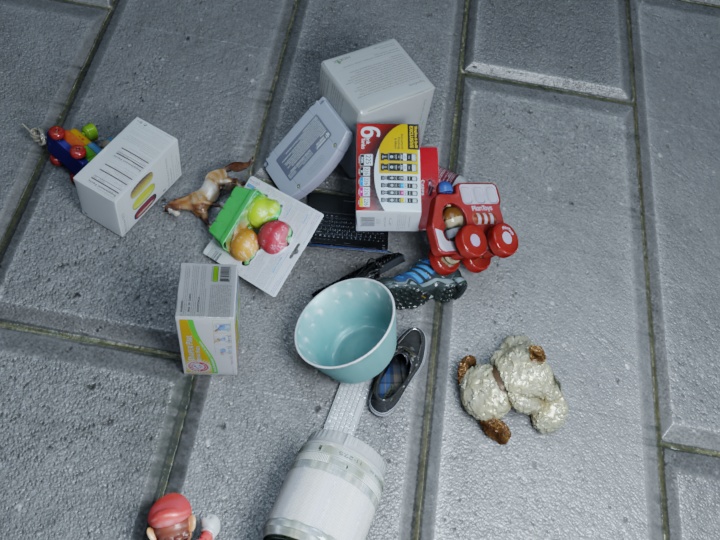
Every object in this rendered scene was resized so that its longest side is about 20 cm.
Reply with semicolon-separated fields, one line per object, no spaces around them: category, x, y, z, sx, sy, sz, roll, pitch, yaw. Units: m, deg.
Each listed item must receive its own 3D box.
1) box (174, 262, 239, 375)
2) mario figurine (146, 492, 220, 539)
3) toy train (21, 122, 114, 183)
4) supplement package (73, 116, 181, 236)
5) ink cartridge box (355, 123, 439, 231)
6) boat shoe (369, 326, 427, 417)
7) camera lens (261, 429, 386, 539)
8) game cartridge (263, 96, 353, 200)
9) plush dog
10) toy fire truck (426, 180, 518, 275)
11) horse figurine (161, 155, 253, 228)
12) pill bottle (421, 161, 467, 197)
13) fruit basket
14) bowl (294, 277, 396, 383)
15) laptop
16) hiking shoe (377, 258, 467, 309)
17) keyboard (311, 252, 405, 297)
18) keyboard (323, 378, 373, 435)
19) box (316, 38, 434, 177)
box;-0.267;0.091;1.562;0.099;0.202;0.115;2;56;-5
mario figurine;-0.285;0.457;1.398;0.122;0.105;0.204;10;57;-46
toy train;-0.607;-0.280;1.855;0.199;0.086;0.115;39;49;19
supplement package;-0.468;-0.190;1.786;0.108;0.115;0.201;27;57;13
ink cartridge box;0.076;-0.186;1.754;0.171;0.084;0.204;0;65;-1
boat shoe;0.072;0.175;1.629;0.069;0.067;0.201;27;56;12
camera lens;-0.057;0.381;1.411;0.157;0.161;0.202;20;54;8
game cartridge;-0.108;-0.248;1.850;0.200;0.041;0.134;-45;66;17
plush dog;0.263;0.210;1.597;0.169;0.161;0.202;-28;60;3
toy fire truck;0.206;-0.091;1.717;0.196;0.112;0.172;-3;72;-34
horse figurine;-0.298;-0.161;1.820;0.131;0.050;0.201;24;62;31
pill bottle;0.159;-0.162;1.850;0.197;0.111;0.110;27;56;12
fruit basket;-0.190;-0.069;1.726;0.198;0.094;0.188;28;83;21
bowl;-0.012;0.124;1.606;0.197;0.106;0.204;-16;44;16
laptop;-0.023;-0.097;1.784;0.173;0.104;0.204;6;57;-4
hiking shoe;0.112;0.022;1.746;0.196;0.075;0.088;-3;50;-23
keyboard;0.000;0.000;1.726;0.198;0.040;0.103;-28;18;-24
keyboard;-0.011;0.218;1.623;0.055;0.011;0.203;18;55;5
box;0.026;-0.352;1.909;0.197;0.201;0.173;-23;61;-23
